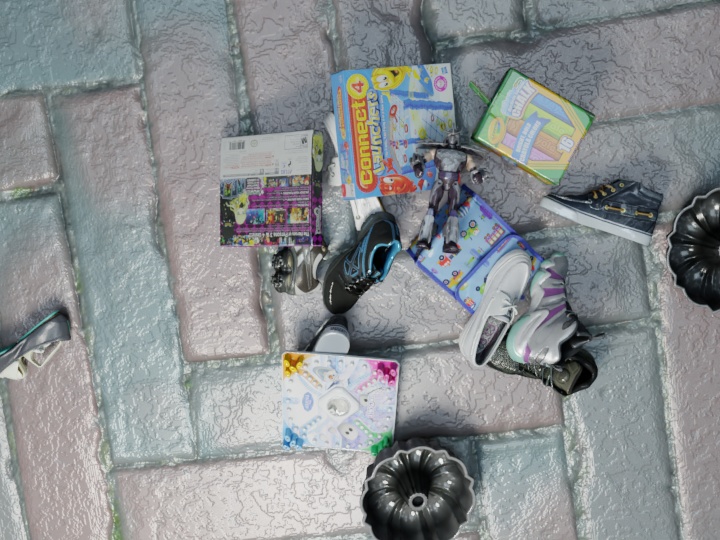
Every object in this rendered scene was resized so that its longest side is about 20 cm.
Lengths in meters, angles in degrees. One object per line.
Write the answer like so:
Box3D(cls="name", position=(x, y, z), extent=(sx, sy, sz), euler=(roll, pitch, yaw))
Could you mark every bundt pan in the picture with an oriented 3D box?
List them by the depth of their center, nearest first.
Box3D(cls="bundt pan", position=(0.588, -0.037, 1.529), extent=(0.197, 0.076, 0.207), euler=(1, 98, 4))
Box3D(cls="bundt pan", position=(0.092, 0.372, 1.590), extent=(0.197, 0.076, 0.207), euler=(-2, 107, -6))

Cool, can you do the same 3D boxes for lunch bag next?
Box3D(cls="lunch bag", position=(0.199, -0.016, 1.564), extent=(0.199, 0.094, 0.151), euler=(41, 97, -16))

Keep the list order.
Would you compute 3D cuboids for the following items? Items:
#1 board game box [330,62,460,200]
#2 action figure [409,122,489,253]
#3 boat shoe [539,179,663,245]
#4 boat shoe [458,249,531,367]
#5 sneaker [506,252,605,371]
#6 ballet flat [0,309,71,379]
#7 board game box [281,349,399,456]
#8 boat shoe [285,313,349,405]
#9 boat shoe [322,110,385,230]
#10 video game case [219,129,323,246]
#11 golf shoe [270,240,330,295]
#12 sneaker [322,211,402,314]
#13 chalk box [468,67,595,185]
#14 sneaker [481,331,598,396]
Box3D(cls="board game box", position=(0.058, -0.225, 1.513), extent=(0.192, 0.056, 0.205), euler=(-9, 97, -23))
Box3D(cls="action figure", position=(0.136, -0.131, 1.470), extent=(0.127, 0.069, 0.205), euler=(7, 85, 11))
Box3D(cls="boat shoe", position=(0.396, -0.114, 1.540), extent=(0.196, 0.071, 0.093), euler=(17, 97, -5))
Box3D(cls="boat shoe", position=(0.225, 0.065, 1.527), extent=(0.071, 0.069, 0.202), euler=(25, 106, -26))
Box3D(cls="sneaker", position=(0.334, 0.073, 1.514), extent=(0.138, 0.078, 0.203), euler=(16, 71, 32))
Box3D(cls="ballet flat", position=(-0.587, 0.147, 1.636), extent=(0.198, 0.073, 0.074), euler=(-32, 94, 5))
Box3D(cls="board game box", position=(-0.037, 0.231, 1.586), extent=(0.195, 0.026, 0.204), euler=(5, 121, 3))
Box3D(cls="boat shoe", position=(-0.075, 0.158, 1.601), extent=(0.072, 0.069, 0.202), euler=(19, 122, -9))
Box3D(cls="boat shoe", position=(-0.025, -0.162, 1.558), extent=(0.068, 0.071, 0.203), euler=(-25, 96, 5))
Box3D(cls="video game case", position=(-0.148, -0.131, 1.534), extent=(0.196, 0.036, 0.186), euler=(0, 89, 34))
Box3D(cls="golf shoe", position=(-0.095, -0.060, 1.584), extent=(0.092, 0.078, 0.205), euler=(6, 96, -19))
Box3D(cls="sneaker", position=(0.000, 0.000, 1.550), extent=(0.072, 0.082, 0.202), euler=(17, 118, -29))
Box3D(cls="chalk box", position=(0.253, -0.239, 1.505), extent=(0.197, 0.125, 0.126), euler=(29, 98, 1))
Box3D(cls="sneaker", position=(0.299, 0.153, 1.554), extent=(0.195, 0.114, 0.078), euler=(14, 96, 4))
